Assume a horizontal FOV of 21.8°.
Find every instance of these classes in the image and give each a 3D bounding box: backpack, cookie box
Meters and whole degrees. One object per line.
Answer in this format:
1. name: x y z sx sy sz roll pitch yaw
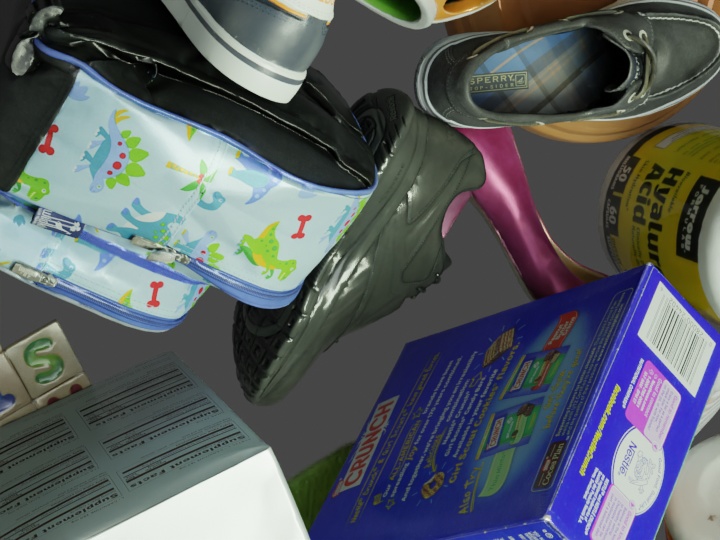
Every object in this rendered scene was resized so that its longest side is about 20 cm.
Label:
1. backpack: -0.103 -0.062 0.953 0.199 0.184 0.148 24 115 -21
2. cookie box: 0.079 0.100 1.005 0.075 0.199 0.172 45 53 -22

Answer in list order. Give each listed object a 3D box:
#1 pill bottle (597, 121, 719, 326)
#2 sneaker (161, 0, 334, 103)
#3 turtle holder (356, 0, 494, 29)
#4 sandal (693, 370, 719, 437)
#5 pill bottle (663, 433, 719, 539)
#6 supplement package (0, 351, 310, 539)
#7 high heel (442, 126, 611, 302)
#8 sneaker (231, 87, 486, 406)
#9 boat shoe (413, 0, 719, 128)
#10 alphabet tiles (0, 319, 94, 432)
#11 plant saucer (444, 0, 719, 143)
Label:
1. pill bottle: 0.224 -0.020 1.062 0.110 0.200 0.113 -4 101 -19
2. sneaker: -0.075 -0.169 0.911 0.078 0.200 0.080 7 122 -52
3. turtle holder: 0.022 -0.214 0.976 0.185 0.141 0.132 36 79 -15
4. sandal: 0.156 0.091 1.096 0.079 0.207 0.059 -27 67 -30
5. pill bottle: 0.244 0.200 1.134 0.109 0.110 0.201 -25 131 -13
6. supplement package: -0.104 0.175 0.977 0.146 0.200 0.193 -25 108 -13
7. high heel: 0.116 -0.028 1.095 0.199 0.067 0.096 33 99 -9
8. sneaker: 0.000 0.000 1.037 0.090 0.076 0.201 20 116 -32
9. boat shoe: 0.129 -0.115 1.039 0.198 0.066 0.071 -7 102 -23
10. alphabet tiles: -0.210 0.126 1.039 0.165 0.006 0.201 -30 109 -12
11. plant saucer: 0.143 -0.173 1.091 0.198 0.037 0.202 -4 102 -18
